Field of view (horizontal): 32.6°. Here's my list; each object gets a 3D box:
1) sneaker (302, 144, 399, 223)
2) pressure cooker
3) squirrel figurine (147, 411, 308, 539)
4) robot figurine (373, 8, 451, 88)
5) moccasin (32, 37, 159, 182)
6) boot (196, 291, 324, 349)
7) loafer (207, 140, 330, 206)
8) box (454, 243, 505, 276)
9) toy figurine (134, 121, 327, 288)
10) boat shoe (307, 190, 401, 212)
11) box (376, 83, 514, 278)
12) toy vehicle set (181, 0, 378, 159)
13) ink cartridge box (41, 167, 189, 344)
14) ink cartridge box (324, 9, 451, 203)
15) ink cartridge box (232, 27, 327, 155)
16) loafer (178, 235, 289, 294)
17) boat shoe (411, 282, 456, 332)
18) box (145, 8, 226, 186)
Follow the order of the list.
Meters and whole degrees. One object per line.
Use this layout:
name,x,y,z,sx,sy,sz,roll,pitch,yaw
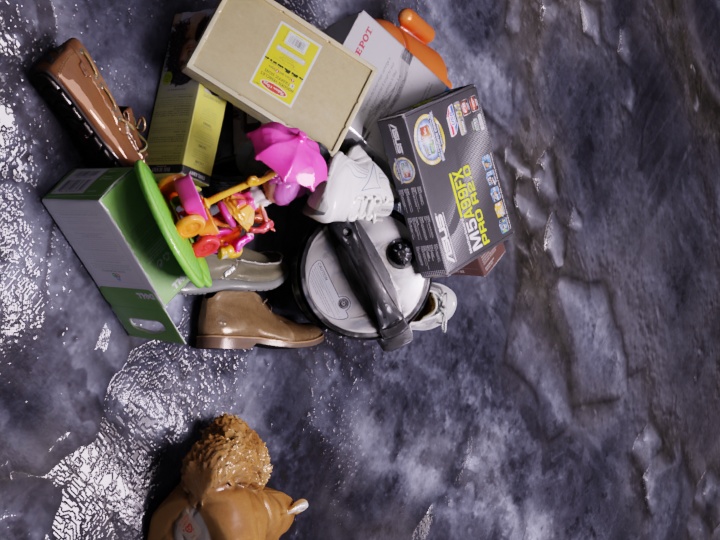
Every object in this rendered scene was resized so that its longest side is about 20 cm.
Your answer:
sneaker,-0.004,-0.091,1.414,0.075,0.087,0.200,-56,175,24
pressure cooker,0.002,-0.002,1.552,0.175,0.200,0.180,21,90,-4
squirrel figurine,-0.143,0.275,1.480,0.186,0.141,0.202,-2,96,-57
robot figurine,0.040,-0.269,1.685,0.199,0.143,0.117,21,49,-49
moccasin,-0.274,-0.160,1.347,0.078,0.073,0.202,-49,119,-27
boot,-0.120,0.062,1.547,0.199,0.073,0.076,6,81,-47
loafer,-0.116,-0.118,1.437,0.071,0.200,0.068,53,51,-21
box,0.131,-0.091,1.816,0.075,0.100,0.201,-46,125,-38
toy figurine,-0.120,-0.079,1.331,0.151,0.183,0.200,63,-1,25
boat shoe,0.013,-0.103,1.678,0.200,0.090,0.071,18,78,-50
box,0.108,-0.111,1.505,0.160,0.044,0.201,-28,106,-48
toy vehicle set,-0.090,-0.230,1.417,0.199,0.026,0.125,31,75,-15
ink cartridge box,-0.252,-0.016,1.351,0.059,0.103,0.201,-50,128,-35
ink cartridge box,0.022,-0.202,1.545,0.200,0.083,0.146,38,65,-26
ink cartridge box,-0.099,-0.206,1.555,0.115,0.066,0.202,-4,96,-49
loafer,-0.162,-0.012,1.483,0.199,0.075,0.070,-6,101,-50
boat shoe,0.096,0.051,1.791,0.201,0.086,0.075,3,89,-50
box,-0.196,-0.200,1.434,0.050,0.075,0.202,21,75,-50
